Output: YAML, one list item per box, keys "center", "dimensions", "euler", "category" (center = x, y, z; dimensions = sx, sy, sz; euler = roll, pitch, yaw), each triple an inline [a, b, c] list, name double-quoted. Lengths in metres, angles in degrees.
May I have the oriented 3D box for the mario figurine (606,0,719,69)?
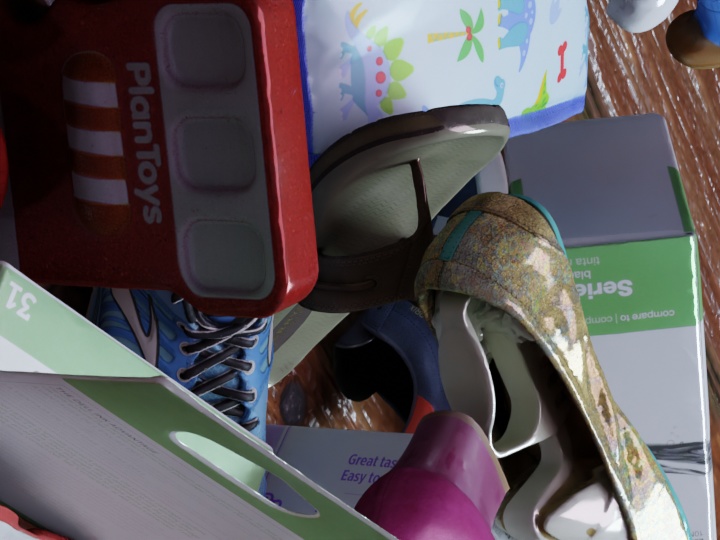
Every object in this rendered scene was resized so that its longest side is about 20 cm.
- center: [0.148, -0.193, 1.394]
  dimensions: [0.200, 0.106, 0.124]
  euler: [69, 2, -49]
  category: "mario figurine"

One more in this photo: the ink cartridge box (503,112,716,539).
- center: [0.118, 0.047, 1.381]
  dimensions: [0.146, 0.084, 0.201]
  euler: [-91, 175, -66]
  category: "ink cartridge box"

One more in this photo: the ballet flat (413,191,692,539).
- center: [0.071, 0.066, 1.134]
  dimensions: [0.071, 0.070, 0.201]
  euler: [-49, 125, -44]
  category: "ballet flat"

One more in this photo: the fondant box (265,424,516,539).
- center: [-0.036, 0.158, 1.153]
  dimensions: [0.058, 0.144, 0.200]
  euler: [55, 48, -42]
  category: "fondant box"

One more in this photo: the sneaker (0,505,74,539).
- center: [-0.158, 0.138, 1.021]
  dimensions: [0.200, 0.078, 0.116]
  euler: [26, 69, -55]
  category: "sneaker"

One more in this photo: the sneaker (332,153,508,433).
- center: [0.028, 0.015, 1.322]
  dimensions: [0.075, 0.084, 0.201]
  euler: [84, 2, -53]
  category: "sneaker"

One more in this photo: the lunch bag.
- center: [0.012, -0.136, 1.221]
  dimensions: [0.200, 0.127, 0.171]
  euler: [-26, 115, -64]
  category: "lunch bag"

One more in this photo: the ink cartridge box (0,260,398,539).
- center: [-0.082, 0.050, 0.996]
  dimensions: [0.145, 0.199, 0.048]
  euler: [37, 62, -39]
  category: "ink cartridge box"

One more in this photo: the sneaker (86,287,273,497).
- center: [-0.067, 0.020, 1.123]
  dimensions: [0.078, 0.090, 0.201]
  euler: [-9, 96, -24]
  category: "sneaker"

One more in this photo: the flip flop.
- center: [0.000, 0.000, 1.169]
  dimensions: [0.081, 0.200, 0.058]
  euler: [-4, 56, -43]
  category: "flip flop"

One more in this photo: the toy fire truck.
- center: [-0.091, -0.087, 1.020]
  dimensions: [0.112, 0.167, 0.201]
  euler: [-20, 110, -56]
  category: "toy fire truck"

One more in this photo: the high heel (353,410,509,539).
- center: [0.050, 0.157, 1.092]
  dimensions: [0.200, 0.067, 0.096]
  euler: [59, 33, -19]
  category: "high heel"
